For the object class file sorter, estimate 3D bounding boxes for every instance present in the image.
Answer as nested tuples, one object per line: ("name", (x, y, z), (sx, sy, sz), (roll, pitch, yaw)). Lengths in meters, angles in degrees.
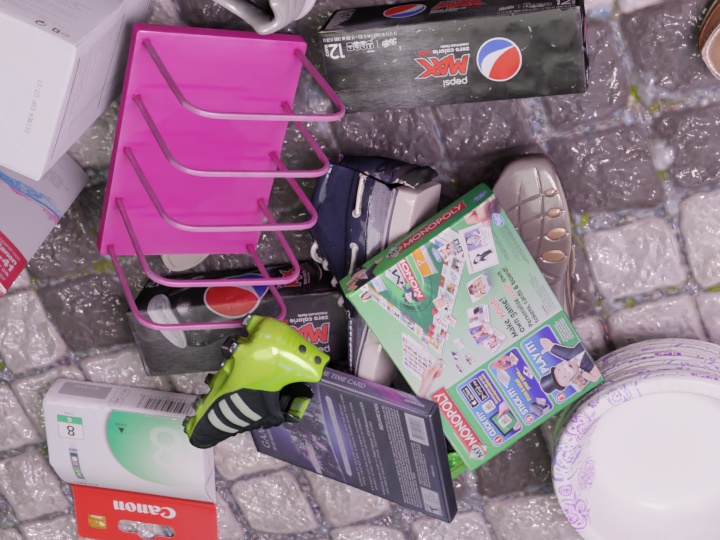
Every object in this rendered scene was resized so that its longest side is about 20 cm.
("file sorter", (-0.108, -0.066, 0.944), (0.138, 0.126, 0.201), (-2, 126, -28))

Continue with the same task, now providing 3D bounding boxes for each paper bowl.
("paper bowl", (0.264, 0.149, 1.047), (0.198, 0.105, 0.202), (5, 118, 9))

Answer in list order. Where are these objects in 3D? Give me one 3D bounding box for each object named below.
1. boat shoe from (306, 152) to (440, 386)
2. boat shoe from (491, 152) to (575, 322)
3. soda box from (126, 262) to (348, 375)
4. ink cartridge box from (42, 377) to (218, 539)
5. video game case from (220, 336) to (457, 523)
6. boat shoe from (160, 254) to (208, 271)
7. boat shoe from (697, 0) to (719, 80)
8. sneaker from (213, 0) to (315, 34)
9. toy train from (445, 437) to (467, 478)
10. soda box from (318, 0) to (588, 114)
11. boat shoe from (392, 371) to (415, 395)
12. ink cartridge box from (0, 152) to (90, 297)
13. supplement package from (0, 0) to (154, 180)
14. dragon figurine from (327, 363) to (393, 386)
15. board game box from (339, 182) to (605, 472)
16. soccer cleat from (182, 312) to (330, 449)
("boat shoe", (0.000, 0.000, 0.988), (0.092, 0.075, 0.202), (20, 111, 22))
("boat shoe", (0.140, -0.011, 1.006), (0.074, 0.074, 0.202), (3, 124, 13))
("soda box", (-0.098, 0.042, 1.080), (0.198, 0.063, 0.071), (-6, 117, 14))
("ink cartridge box", (-0.224, 0.208, 1.215), (0.159, 0.050, 0.202), (6, 117, 9))
("video game case", (-0.017, 0.133, 1.027), (0.198, 0.019, 0.144), (16, 140, 27))
("boat shoe", (-0.146, -0.093, 1.041), (0.063, 0.072, 0.201), (44, 136, 37))
("boat shoe", (0.328, -0.203, 0.861), (0.199, 0.074, 0.076), (-36, 106, 26))
("sneaker", (-0.116, -0.257, 0.914), (0.200, 0.092, 0.076), (40, 118, -10))
("toy train", (0.103, 0.148, 1.095), (0.056, 0.042, 0.200), (10, 143, -31))
("soda box", (0.073, -0.169, 0.939), (0.198, 0.063, 0.071), (-3, 118, 14))
("boat shoe", (0.054, 0.039, 1.050), (0.065, 0.074, 0.202), (-6, 118, 20))
("ink cartridge box", (-0.328, -0.024, 1.022), (0.147, 0.200, 0.086), (-35, 107, 26))
("supplement package", (-0.240, -0.173, 0.922), (0.109, 0.200, 0.114), (24, 119, -3))
("dragon figurine", (-0.048, 0.118, 1.116), (0.198, 0.059, 0.100), (6, 121, 32))
("board game box", (0.091, 0.048, 0.956), (0.134, 0.029, 0.201), (-33, 118, 2))
("soccer cleat", (-0.087, 0.104, 0.986), (0.081, 0.068, 0.200), (30, 144, -6))
